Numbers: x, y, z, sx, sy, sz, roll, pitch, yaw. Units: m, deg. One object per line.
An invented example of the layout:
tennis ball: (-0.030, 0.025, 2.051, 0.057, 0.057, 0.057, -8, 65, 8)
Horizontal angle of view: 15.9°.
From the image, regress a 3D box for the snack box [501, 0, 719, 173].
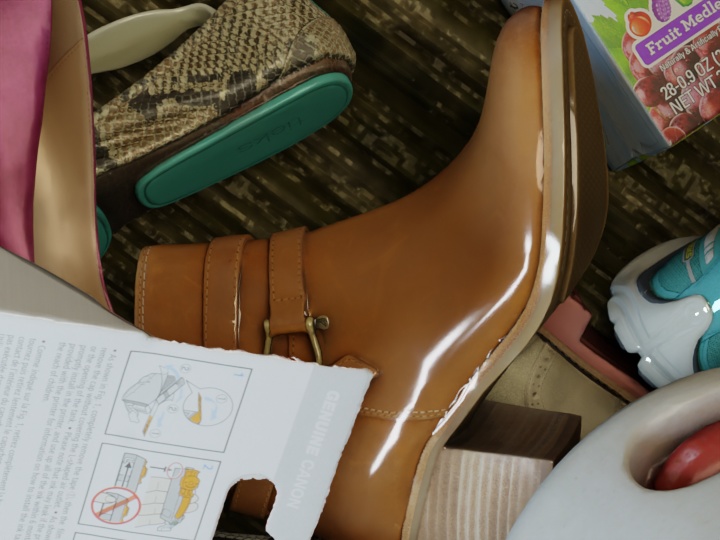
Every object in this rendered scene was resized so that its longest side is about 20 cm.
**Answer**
snack box: (0.136, -0.161, 0.975, 0.200, 0.068, 0.169, -33, 92, -17)

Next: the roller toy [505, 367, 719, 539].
roller toy: (0.141, 0.133, 0.833, 0.200, 0.140, 0.183, 29, 97, -35)

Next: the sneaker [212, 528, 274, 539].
sneaker: (-0.005, 0.136, 0.888, 0.200, 0.085, 0.078, 13, 80, -14)

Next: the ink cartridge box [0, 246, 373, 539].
ink cartridge box: (-0.115, 0.063, 0.790, 0.200, 0.161, 0.050, 8, 36, -17)

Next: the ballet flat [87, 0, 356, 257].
ballet flat: (-0.096, -0.038, 0.900, 0.200, 0.068, 0.075, -36, 72, -8)

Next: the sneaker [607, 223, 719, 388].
sneaker: (0.178, -0.006, 0.937, 0.200, 0.080, 0.078, -25, 80, -43)

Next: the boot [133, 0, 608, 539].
boot: (0.000, 0.000, 0.871, 0.154, 0.074, 0.201, 9, 100, 15)

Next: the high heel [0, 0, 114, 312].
high heel: (-0.085, -0.004, 0.818, 0.096, 0.067, 0.200, -33, 96, 15)

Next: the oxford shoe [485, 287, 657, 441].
oxford shoe: (0.083, 0.064, 0.941, 0.200, 0.070, 0.075, 45, 97, -3)
